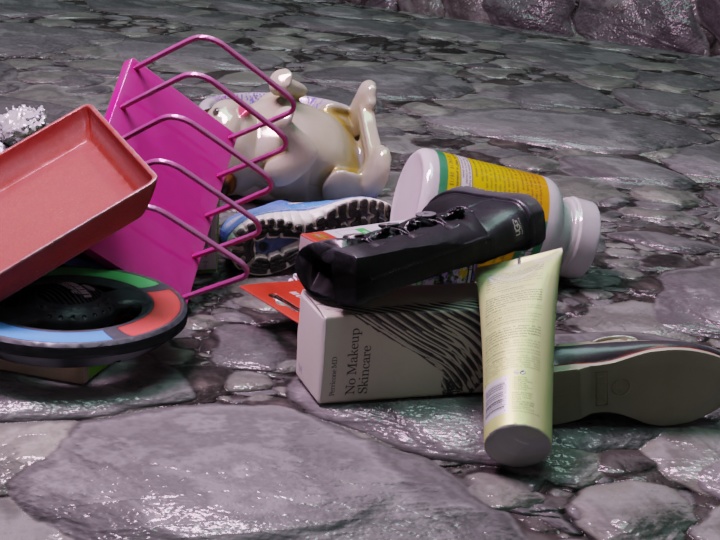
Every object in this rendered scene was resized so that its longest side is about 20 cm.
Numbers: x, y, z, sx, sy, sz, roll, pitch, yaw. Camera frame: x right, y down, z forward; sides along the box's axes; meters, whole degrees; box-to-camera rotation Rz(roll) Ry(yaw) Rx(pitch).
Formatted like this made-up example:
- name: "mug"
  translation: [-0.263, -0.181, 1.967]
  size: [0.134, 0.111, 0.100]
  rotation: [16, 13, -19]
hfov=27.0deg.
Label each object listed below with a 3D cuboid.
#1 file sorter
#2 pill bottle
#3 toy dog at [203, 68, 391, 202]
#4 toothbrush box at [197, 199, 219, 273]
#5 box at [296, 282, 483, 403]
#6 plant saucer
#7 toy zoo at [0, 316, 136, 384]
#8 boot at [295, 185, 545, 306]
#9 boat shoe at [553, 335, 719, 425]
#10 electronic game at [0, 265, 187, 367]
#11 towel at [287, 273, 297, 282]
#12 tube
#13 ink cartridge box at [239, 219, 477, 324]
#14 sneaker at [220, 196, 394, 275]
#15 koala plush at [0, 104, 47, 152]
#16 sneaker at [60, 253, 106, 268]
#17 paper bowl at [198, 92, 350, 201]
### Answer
- name: "file sorter"
  translation: [-0.154, -0.093, 1.364]
  size: [0.125, 0.201, 0.139]
  rotation: [-17, -41, 43]
- name: "pill bottle"
  translation: [0.140, -0.051, 1.544]
  size: [0.199, 0.113, 0.113]
  rotation: [13, 15, -15]
- name: "toy dog"
  translation: [-0.091, -0.131, 1.618]
  size: [0.199, 0.194, 0.140]
  rotation: [7, 59, -20]
- name: "toothbrush box"
  translation: [-0.243, -0.061, 1.551]
  size: [0.145, 0.087, 0.200]
  rotation: [-4, 20, -23]
- name: "box"
  translation: [0.050, 0.058, 1.254]
  size: [0.199, 0.083, 0.068]
  rotation: [-4, 20, -20]
- name: "plant saucer"
  translation: [-0.281, -0.050, 1.272]
  size: [0.200, 0.037, 0.200]
  rotation: [-33, 35, -11]
- name: "toy zoo"
  translation: [-0.256, 0.047, 1.314]
  size: [0.131, 0.021, 0.200]
  rotation: [9, 19, 15]
- name: "boot"
  translation: [0.032, -0.017, 1.269]
  size: [0.199, 0.066, 0.165]
  rotation: [-21, 6, -31]
- name: "boat shoe"
  translation: [0.207, 0.086, 1.222]
  size: [0.199, 0.072, 0.063]
  rotation: [-4, 22, -7]
- name: "electronic game"
  translation: [-0.245, 0.033, 1.255]
  size: [0.199, 0.042, 0.200]
  rotation: [4, 17, -1]
- name: "towel"
  translation: [0.047, 0.026, 1.439]
  size: [0.199, 0.030, 0.146]
  rotation: [-9, 22, -36]
- name: "tube"
  translation: [0.125, 0.060, 1.170]
  size: [0.058, 0.052, 0.201]
  rotation: [16, 44, -11]
- name: "ink cartridge box"
  translation: [0.000, 0.000, 1.382]
  size: [0.199, 0.051, 0.109]
  rotation: [-8, 24, -38]
- name: "sneaker"
  translation: [-0.055, -0.048, 1.568]
  size: [0.199, 0.079, 0.089]
  rotation: [-4, 22, -25]
- name: "koala plush"
  translation: [-0.399, -0.106, 1.531]
  size: [0.199, 0.178, 0.184]
  rotation: [10, 8, 31]
- name: "sneaker"
  translation: [-0.249, -0.030, 1.401]
  size: [0.199, 0.078, 0.070]
  rotation: [7, -17, -36]
- name: "paper bowl"
  translation: [-0.101, -0.149, 1.830]
  size: [0.200, 0.105, 0.201]
  rotation: [4, 17, -1]
